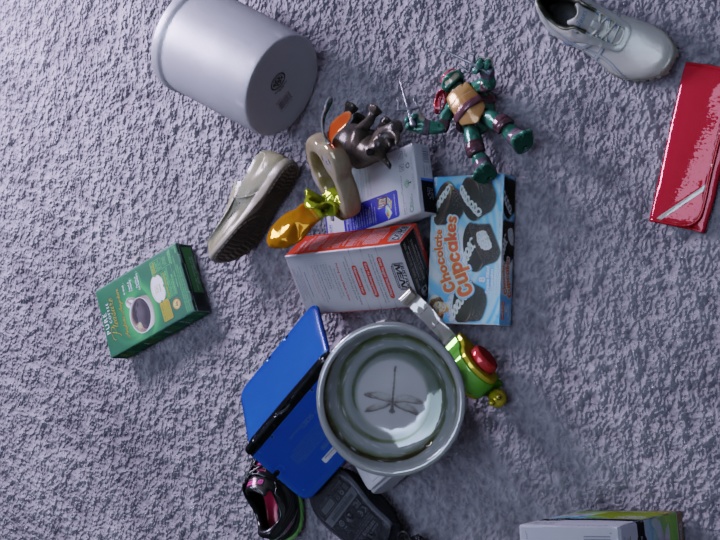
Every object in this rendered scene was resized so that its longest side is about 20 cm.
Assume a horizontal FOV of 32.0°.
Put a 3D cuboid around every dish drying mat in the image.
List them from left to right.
[{"bbox_3d":[0.412,-0.152,1.549,0.076,0.018,0.203,15,95,35],"label":"dish drying mat"}]

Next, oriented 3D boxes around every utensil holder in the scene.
[{"bbox_3d":[-0.187,-0.314,1.884,0.199,0.169,0.172,30,103,31],"label":"utensil holder"}]

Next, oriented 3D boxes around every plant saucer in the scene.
[{"bbox_3d":[0.042,0.167,1.655,0.197,0.050,0.204,1,94,8],"label":"plant saucer"}]

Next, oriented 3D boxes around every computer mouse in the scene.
[{"bbox_3d":[0.006,0.360,1.776,0.200,0.053,0.139,48,114,16],"label":"computer mouse"}]

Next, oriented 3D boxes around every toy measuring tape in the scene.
[{"bbox_3d":[0.120,0.107,1.669,0.200,0.073,0.074,47,113,5],"label":"toy measuring tape"}]

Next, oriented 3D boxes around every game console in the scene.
[{"bbox_3d":[-0.070,0.186,1.777,0.170,0.118,0.200,40,115,-2],"label":"game console"}]

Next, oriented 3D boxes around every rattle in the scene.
[{"bbox_3d":[-0.075,-0.133,1.713,0.141,0.201,0.132,-13,68,-5],"label":"rattle"}]

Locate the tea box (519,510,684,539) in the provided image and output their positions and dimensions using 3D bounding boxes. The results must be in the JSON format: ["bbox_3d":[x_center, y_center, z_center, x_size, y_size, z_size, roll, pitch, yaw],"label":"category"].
[{"bbox_3d":[0.293,0.392,1.483,0.132,0.196,0.204,-7,83,34],"label":"tea box"}]

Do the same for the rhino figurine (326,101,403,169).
[{"bbox_3d":[0.009,-0.182,1.750,0.088,0.059,0.199,-60,27,-5],"label":"rhino figurine"}]

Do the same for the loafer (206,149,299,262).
[{"bbox_3d":[-0.171,-0.099,1.918,0.201,0.075,0.068,-51,60,10],"label":"loafer"}]

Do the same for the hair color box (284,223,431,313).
[{"bbox_3d":[0.000,0.000,1.772,0.198,0.061,0.103,-4,117,34],"label":"hair color box"}]

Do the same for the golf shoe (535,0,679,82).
[{"bbox_3d":[0.303,-0.299,1.589,0.199,0.097,0.079,29,101,31],"label":"golf shoe"}]

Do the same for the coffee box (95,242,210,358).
[{"bbox_3d":[-0.339,0.051,2.036,0.199,0.044,0.125,-29,70,29],"label":"coffee box"}]

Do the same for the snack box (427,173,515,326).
[{"bbox_3d":[0.150,-0.027,1.709,0.115,0.037,0.204,0,86,35],"label":"snack box"}]

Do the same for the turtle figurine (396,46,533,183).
[{"bbox_3d":[0.143,-0.220,1.690,0.150,0.100,0.201,-50,58,28],"label":"turtle figurine"}]

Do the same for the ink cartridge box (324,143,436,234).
[{"bbox_3d":[0.024,-0.105,1.786,0.199,0.039,0.101,-16,76,45],"label":"ink cartridge box"}]

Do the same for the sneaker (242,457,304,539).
[{"bbox_3d":[-0.132,0.300,1.851,0.076,0.083,0.203,-18,76,31],"label":"sneaker"}]

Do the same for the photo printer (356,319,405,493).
[{"bbox_3d":[0.031,0.183,1.755,0.166,0.069,0.201,-44,64,26],"label":"photo printer"}]
